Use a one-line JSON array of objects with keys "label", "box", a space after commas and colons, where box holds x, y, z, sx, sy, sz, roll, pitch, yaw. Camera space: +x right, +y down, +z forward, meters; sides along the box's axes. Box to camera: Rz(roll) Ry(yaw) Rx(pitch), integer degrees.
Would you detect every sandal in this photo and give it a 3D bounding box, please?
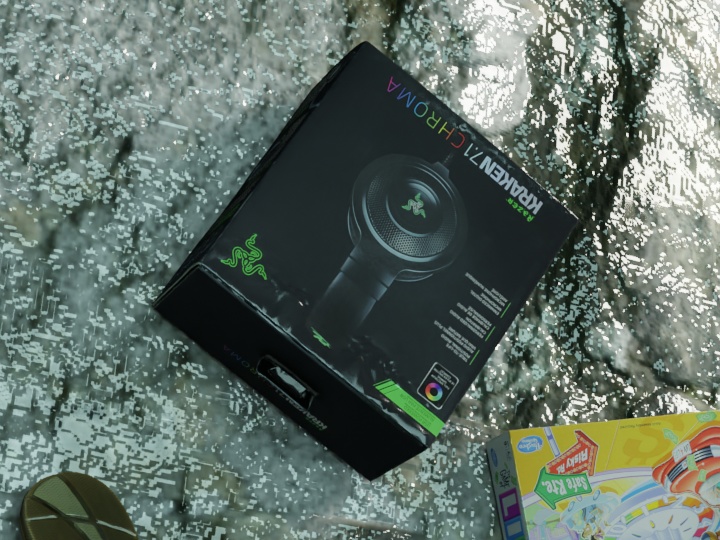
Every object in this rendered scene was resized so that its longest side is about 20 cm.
[{"label": "sandal", "box": [-0.139, 0.208, 1.301, 0.080, 0.054, 0.201, -9, 63, -32]}]

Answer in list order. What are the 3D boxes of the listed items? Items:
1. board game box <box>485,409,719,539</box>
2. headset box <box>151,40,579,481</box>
[{"label": "board game box", "box": [0.184, 0.159, 1.466, 0.199, 0.034, 0.135, -4, 75, -25]}, {"label": "headset box", "box": [0.000, 0.000, 1.404, 0.174, 0.093, 0.200, 40, 63, -7]}]
